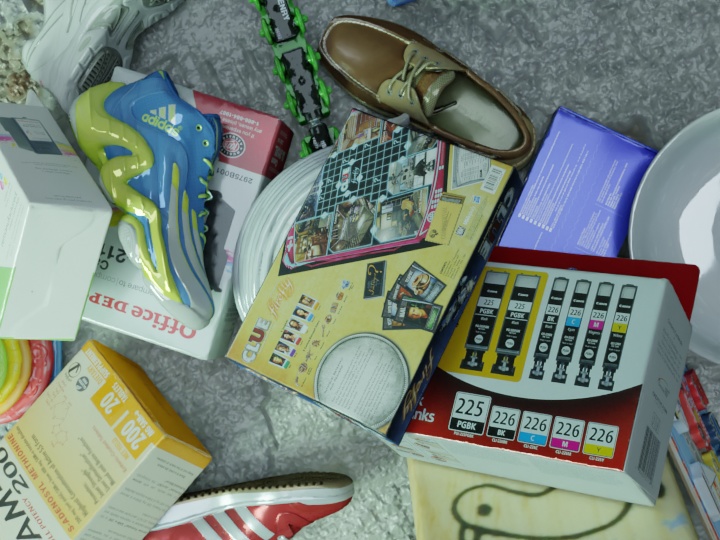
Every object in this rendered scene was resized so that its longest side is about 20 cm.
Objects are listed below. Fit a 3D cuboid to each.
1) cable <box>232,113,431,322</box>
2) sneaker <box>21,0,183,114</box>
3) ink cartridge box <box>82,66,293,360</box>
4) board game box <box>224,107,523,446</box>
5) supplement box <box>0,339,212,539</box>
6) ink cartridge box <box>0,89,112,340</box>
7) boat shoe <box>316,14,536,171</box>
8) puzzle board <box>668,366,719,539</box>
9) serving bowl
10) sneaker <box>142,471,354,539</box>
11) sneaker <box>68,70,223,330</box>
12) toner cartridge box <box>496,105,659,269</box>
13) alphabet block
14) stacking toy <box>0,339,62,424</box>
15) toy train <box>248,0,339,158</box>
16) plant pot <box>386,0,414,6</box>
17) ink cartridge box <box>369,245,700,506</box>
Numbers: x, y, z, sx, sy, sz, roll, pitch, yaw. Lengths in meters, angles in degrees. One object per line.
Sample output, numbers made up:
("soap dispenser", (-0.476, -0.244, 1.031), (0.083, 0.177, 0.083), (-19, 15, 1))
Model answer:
("cable", (0.000, 0.000, 0.975), (0.198, 0.069, 0.202), (-23, 112, -16))
("sneaker", (-0.211, -0.231, 1.020), (0.099, 0.078, 0.201), (32, 81, 22))
("ink cartridge box", (-0.153, -0.043, 1.009), (0.144, 0.083, 0.203), (17, 90, 3))
("board game box", (0.010, 0.000, 0.859), (0.134, 0.035, 0.202), (23, 79, 24))
("supplement box", (-0.232, 0.175, 0.989), (0.200, 0.073, 0.126), (-49, 55, 1))
("ink cartridge box", (-0.265, -0.051, 0.951), (0.067, 0.200, 0.118), (3, 121, -36))
("boat shoe", (0.058, -0.149, 1.005), (0.198, 0.074, 0.076), (29, 90, 2))
("puzzle board", (0.250, 0.106, 0.958), (0.017, 0.150, 0.202), (-25, 88, 22))
("serving bowl", (0.307, -0.024, 0.941), (0.197, 0.066, 0.203), (-1, 86, 24))
("sneaker", (-0.093, 0.231, 1.009), (0.197, 0.071, 0.114), (-12, 85, 10))
("sneaker", (-0.137, -0.061, 0.929), (0.104, 0.076, 0.202), (-28, 87, 1))
("toner cartridge box", (0.161, -0.021, 1.015), (0.094, 0.043, 0.202), (25, 90, 4))
("alphabet block", (0.147, 0.237, 0.899), (0.193, 0.201, 0.198), (-11, 122, 3))
("stacking toy", (-0.309, 0.071, 0.956), (0.114, 0.200, 0.112), (0, 89, 2))
("toy train", (-0.046, -0.149, 1.018), (0.041, 0.056, 0.203), (-18, 90, 1))
("plant pot", (0.084, -0.341, 0.951), (0.178, 0.200, 0.203), (-18, 89, -5))
("ink cartridge box", (0.119, 0.051, 0.863), (0.198, 0.084, 0.178), (6, 68, 31))
